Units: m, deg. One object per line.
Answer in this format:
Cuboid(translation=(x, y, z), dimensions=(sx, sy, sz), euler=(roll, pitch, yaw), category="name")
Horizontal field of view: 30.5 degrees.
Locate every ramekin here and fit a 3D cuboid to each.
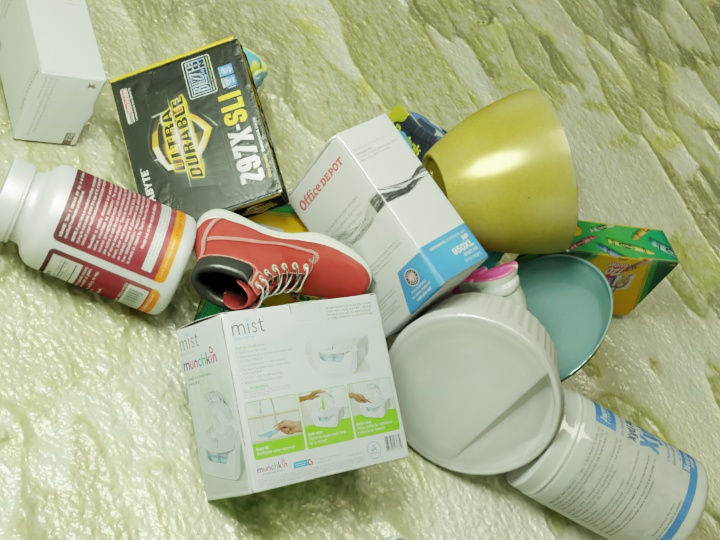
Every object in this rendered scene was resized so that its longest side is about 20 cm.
Cuboid(translation=(0.129, 0.118, 1.460), dimensions=(0.202, 0.203, 0.094), euler=(36, 30, -2), category="ramekin")

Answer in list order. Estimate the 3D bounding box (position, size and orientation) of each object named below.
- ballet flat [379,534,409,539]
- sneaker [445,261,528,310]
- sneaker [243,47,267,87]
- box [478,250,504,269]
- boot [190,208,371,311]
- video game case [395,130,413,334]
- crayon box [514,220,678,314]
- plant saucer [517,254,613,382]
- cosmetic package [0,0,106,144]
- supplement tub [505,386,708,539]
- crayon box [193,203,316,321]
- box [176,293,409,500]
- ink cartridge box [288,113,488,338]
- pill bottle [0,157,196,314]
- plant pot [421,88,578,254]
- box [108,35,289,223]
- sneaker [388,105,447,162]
Cuboid(translation=(0.054, 0.349, 1.285), dimensions=(0.069, 0.070, 0.201), euler=(0, 53, -35), category="ballet flat")
Cuboid(translation=(0.140, 0.047, 1.557), dimensions=(0.081, 0.200, 0.089), euler=(-21, 92, -13), category="sneaker")
Cuboid(translation=(-0.175, -0.195, 1.562), dimensions=(0.079, 0.131, 0.201), euler=(28, 44, -10), category="sneaker")
Cuboid(translation=(0.085, -0.060, 1.670), dimensions=(0.200, 0.082, 0.049), euler=(39, 41, 2), category="box")
Cuboid(translation=(-0.080, 0.013, 1.377), dimensions=(0.199, 0.073, 0.145), euler=(16, 26, -13), category="boot")
Cuboid(translation=(0.043, -0.046, 1.581), dimensions=(0.018, 0.143, 0.201), euler=(6, 49, -42), category="video game case")
Cuboid(translation=(0.302, -0.003, 1.733), dimensions=(0.199, 0.119, 0.059), euler=(4, 50, -32), category="crayon box")
Cuboid(translation=(0.216, 0.071, 1.590), dimensions=(0.036, 0.199, 0.201), euler=(50, 28, -40), category="plant saucer")
Cuboid(translation=(-0.361, -0.255, 1.513), dimensions=(0.081, 0.113, 0.201), euler=(5, 48, -32), category="cosmetic package")
Cuboid(translation=(0.281, 0.232, 1.503), dimensions=(0.199, 0.132, 0.132), euler=(29, 41, -11), category="supplement tub")
Cuboid(translation=(-0.108, 0.005, 1.491), dimensions=(0.118, 0.058, 0.201), euler=(25, 42, -14), category="crayon box")
Cuboid(translation=(-0.066, 0.124, 1.335), dimensions=(0.199, 0.096, 0.178), euler=(-7, 82, -39), category="box")
Cuboid(translation=(0.026, -0.049, 1.462), dimensions=(0.084, 0.145, 0.201), euler=(-29, 80, -36), category="ink cartridge box")
Cuboid(translation=(-0.280, -0.040, 1.369), dimensions=(0.199, 0.113, 0.113), euler=(23, 43, -16), category="pill bottle")
Cuboid(translation=(0.155, -0.105, 1.578), dimensions=(0.141, 0.201, 0.201), euler=(-13, 58, -13), category="plant pot")
Cuboid(translation=(-0.182, -0.145, 1.484), dimensions=(0.159, 0.049, 0.201), euler=(-17, 73, 3), category="box")
Cuboid(translation=(0.101, -0.148, 1.748), dimensions=(0.082, 0.074, 0.200), euler=(19, 27, -37), category="sneaker")
